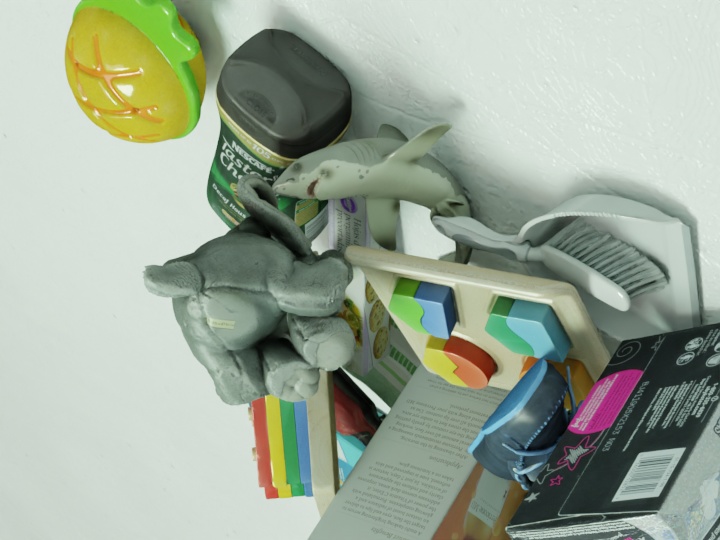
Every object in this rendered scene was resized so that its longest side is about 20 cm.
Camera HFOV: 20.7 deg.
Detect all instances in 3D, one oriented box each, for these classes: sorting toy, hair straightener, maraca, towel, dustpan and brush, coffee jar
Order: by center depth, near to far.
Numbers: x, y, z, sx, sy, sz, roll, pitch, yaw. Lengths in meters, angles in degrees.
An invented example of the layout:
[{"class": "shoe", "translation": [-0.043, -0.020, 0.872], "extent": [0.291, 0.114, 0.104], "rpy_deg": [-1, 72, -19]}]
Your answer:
[{"class": "dustpan and brush", "translation": [0.140, -0.011, 1.389], "extent": [0.200, 0.057, 0.140], "rpy_deg": [29, 151, 34]}, {"class": "sorting toy", "translation": [0.098, 0.051, 1.458], "extent": [0.184, 0.037, 0.200], "rpy_deg": [10, 155, 32]}, {"class": "coffee jar", "translation": [-0.066, -0.100, 1.560], "extent": [0.104, 0.085, 0.200], "rpy_deg": [40, 154, 15]}, {"class": "maraca", "translation": [-0.182, -0.176, 1.607], "extent": [0.137, 0.107, 0.200], "rpy_deg": [36, 154, 7]}, {"class": "sorting toy", "translation": [-0.059, 0.107, 1.680], "extent": [0.200, 0.069, 0.200], "rpy_deg": [86, 180, -75]}, {"class": "towel", "translation": [0.053, 0.087, 1.717], "extent": [0.152, 0.023, 0.200], "rpy_deg": [41, 154, 11]}, {"class": "hair straightener", "translation": [0.024, 0.140, 1.806], "extent": [0.200, 0.077, 0.041], "rpy_deg": [36, 116, 24]}]

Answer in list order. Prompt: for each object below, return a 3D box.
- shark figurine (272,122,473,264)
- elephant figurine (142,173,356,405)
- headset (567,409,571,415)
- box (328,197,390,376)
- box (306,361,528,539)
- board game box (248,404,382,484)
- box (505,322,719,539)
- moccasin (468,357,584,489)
[{"class": "shark figurine", "translation": [0.039, -0.065, 1.485], "extent": [0.214, 0.128, 0.090], "rpy_deg": [36, -159, -43]}, {"class": "elephant figurine", "translation": [-0.078, 0.003, 1.471], "extent": [0.200, 0.141, 0.156], "rpy_deg": [-102, -1, -59]}, {"class": "headset", "translation": [0.218, 0.192, 1.520], "extent": [0.201, 0.094, 0.123], "rpy_deg": [64, -168, 4]}, {"class": "box", "translation": [0.000, 0.000, 1.612], "extent": [0.039, 0.041, 0.201], "rpy_deg": [28, 138, 27]}, {"class": "box", "translation": [0.072, 0.199, 1.609], "extent": [0.106, 0.200, 0.153], "rpy_deg": [13, 148, 37]}, {"class": "board game box", "translation": [-0.023, 0.173, 1.935], "extent": [0.200, 0.047, 0.151], "rpy_deg": [32, 151, 30]}, {"class": "box", "translation": [0.212, 0.140, 1.302], "extent": [0.132, 0.200, 0.115], "rpy_deg": [-13, 119, 43]}, {"class": "moccasin", "translation": [0.132, 0.115, 1.434], "extent": [0.068, 0.081, 0.200], "rpy_deg": [39, 170, 7]}]
